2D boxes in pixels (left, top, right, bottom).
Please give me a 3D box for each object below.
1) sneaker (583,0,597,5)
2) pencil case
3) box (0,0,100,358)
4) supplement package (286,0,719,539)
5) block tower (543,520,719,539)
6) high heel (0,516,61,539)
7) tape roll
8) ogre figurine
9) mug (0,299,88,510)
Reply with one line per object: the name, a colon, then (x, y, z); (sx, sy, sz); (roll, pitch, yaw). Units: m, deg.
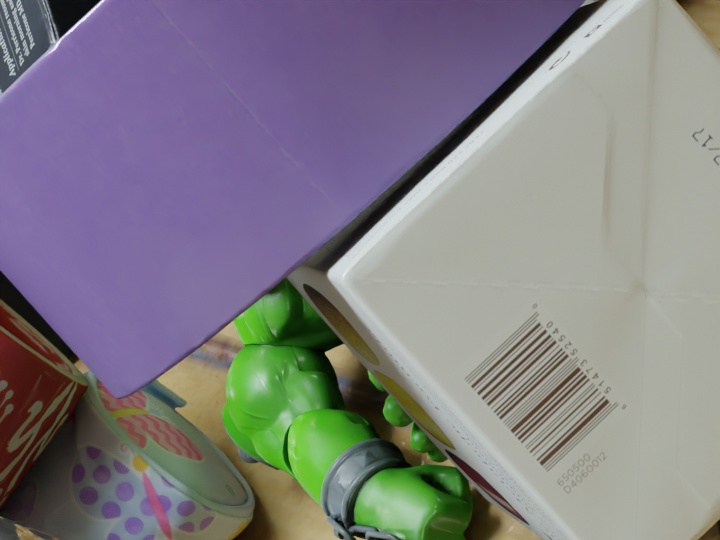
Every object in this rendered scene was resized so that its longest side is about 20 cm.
sneaker: (0.089, -0.146, 0.969); (0.087, 0.074, 0.201); (-2, 66, 37)
pencil case: (-0.127, 0.131, 0.980); (0.200, 0.083, 0.091); (-50, 15, 10)
box: (-0.147, -0.096, 1.105); (0.182, 0.104, 0.200); (-49, 47, 35)
supplement package: (0.057, 0.002, 0.747); (0.110, 0.114, 0.200); (-42, 6, -4)
block tower: (0.114, 0.078, 0.744); (0.200, 0.058, 0.054); (-34, 39, 27)
high heel: (-0.088, 0.121, 0.840); (0.199, 0.143, 0.072); (4, 76, 23)
tape roll: (-0.023, -0.061, 0.754); (0.200, 0.085, 0.200); (-41, 5, 5)
ogre figurine: (0.000, 0.000, 0.920); (0.120, 0.098, 0.201); (-4, 98, 49)
mug: (-0.208, 0.075, 0.937); (0.200, 0.133, 0.177); (-51, 38, 0)
